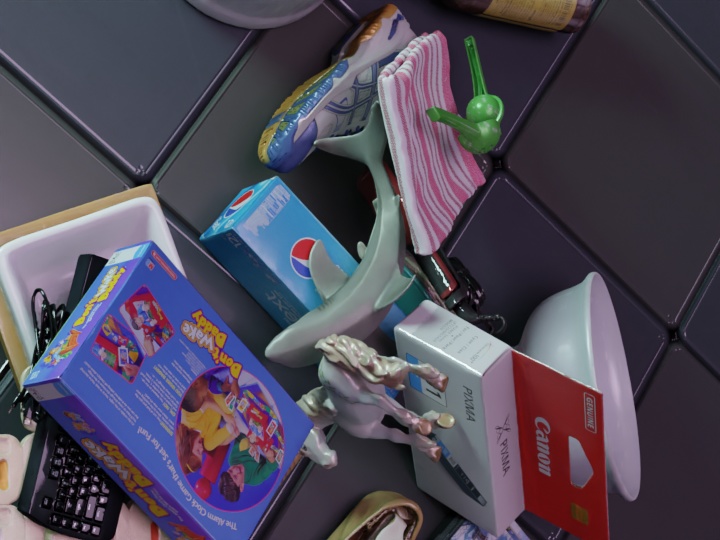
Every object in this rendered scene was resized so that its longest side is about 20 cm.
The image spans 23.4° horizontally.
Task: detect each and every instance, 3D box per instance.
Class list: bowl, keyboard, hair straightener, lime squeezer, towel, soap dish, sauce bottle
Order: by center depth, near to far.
[{"bbox_3d":[-0.195,0.088,1.241,0.104,0.040,0.201,19,72,-27],"label":"keyboard"},{"bbox_3d":[-0.199,0.052,1.327,0.157,0.081,0.201,-21,93,-31],"label":"soap dish"},{"bbox_3d":[0.059,-0.110,1.424,0.200,0.030,0.147,-54,132,-67],"label":"towel"},{"bbox_3d":[0.071,-0.013,1.455,0.041,0.200,0.077,-49,142,15],"label":"hair straightener"},{"bbox_3d":[0.091,-0.137,1.465,0.071,0.038,0.200,41,27,-7],"label":"lime squeezer"},{"bbox_3d":[0.180,0.107,1.511,0.201,0.090,0.202,-11,90,-74],"label":"bowl"},{"bbox_3d":[0.115,-0.260,1.563,0.199,0.065,0.065,8,79,-31],"label":"sauce bottle"}]

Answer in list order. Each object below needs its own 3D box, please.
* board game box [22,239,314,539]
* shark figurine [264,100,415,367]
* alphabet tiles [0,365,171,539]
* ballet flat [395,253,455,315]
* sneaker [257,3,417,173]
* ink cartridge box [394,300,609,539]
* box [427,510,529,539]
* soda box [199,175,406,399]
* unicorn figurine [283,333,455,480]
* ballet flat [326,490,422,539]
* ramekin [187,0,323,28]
[{"bbox_3d":[-0.133,0.097,1.253,0.200,0.045,0.135,51,50,-26],"label":"board game box"},{"bbox_3d":[0.016,-0.013,1.379,0.128,0.089,0.216,23,75,-27],"label":"shark figurine"},{"bbox_3d":[-0.189,0.166,1.262,0.199,0.015,0.197,1,81,-30],"label":"alphabet tiles"},{"bbox_3d":[0.072,0.060,1.499,0.069,0.069,0.201,-33,99,-29],"label":"ballet flat"},{"bbox_3d":[-0.004,-0.138,1.467,0.088,0.075,0.200,51,59,-17],"label":"sneaker"},{"bbox_3d":[0.114,0.138,1.394,0.045,0.176,0.201,-41,141,-29],"label":"ink cartridge box"},{"bbox_3d":[0.083,0.305,1.477,0.200,0.040,0.137,-45,105,-27],"label":"box"},{"bbox_3d":[-0.036,0.019,1.434,0.200,0.068,0.064,48,63,-16],"label":"soda box"},{"bbox_3d":[0.001,0.108,1.361,0.137,0.201,0.074,16,47,16],"label":"unicorn figurine"},{"bbox_3d":[-0.020,0.256,1.412,0.069,0.063,0.200,47,64,-18],"label":"ballet flat"},{"bbox_3d":[-0.076,-0.310,1.441,0.199,0.098,0.202,4,81,-29],"label":"ramekin"}]
